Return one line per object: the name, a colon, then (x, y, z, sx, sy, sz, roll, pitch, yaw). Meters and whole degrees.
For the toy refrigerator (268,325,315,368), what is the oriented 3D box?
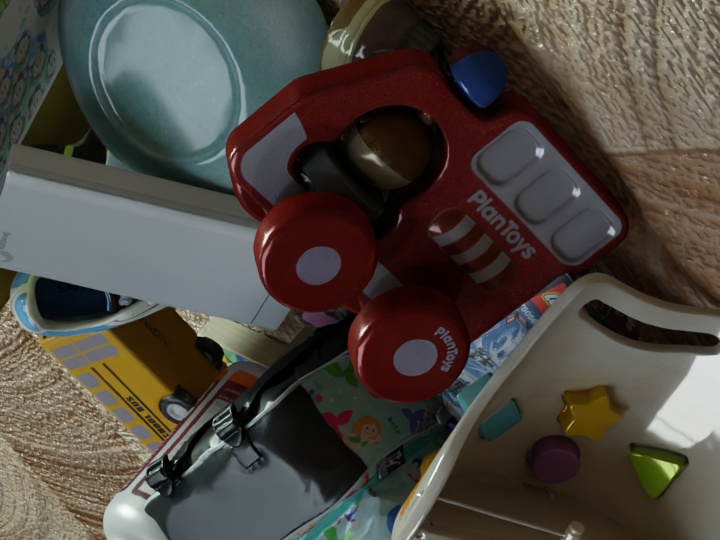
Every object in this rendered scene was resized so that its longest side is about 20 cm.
toy refrigerator: (0.030, 0.115, 1.580, 0.200, 0.076, 0.070, 36, 156, 12)

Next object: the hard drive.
hard drive: (-0.130, -0.018, 1.365, 0.199, 0.027, 0.132, 14, 152, -12)

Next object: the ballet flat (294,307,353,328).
ballet flat: (0.000, 0.000, 1.451, 0.071, 0.070, 0.200, 22, 160, -2)

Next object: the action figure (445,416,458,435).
action figure: (0.097, 0.109, 1.481, 0.199, 0.065, 0.052, 25, 143, 30)

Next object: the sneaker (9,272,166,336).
sneaker: (-0.142, -0.001, 1.499, 0.073, 0.199, 0.072, -119, 10, -67)

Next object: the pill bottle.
pill bottle: (-0.110, 0.169, 1.538, 0.109, 0.200, 0.110, 33, 156, 17)

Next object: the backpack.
backpack: (-0.017, 0.114, 1.401, 0.151, 0.200, 0.177, 48, 128, -3)

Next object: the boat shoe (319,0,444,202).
boat shoe: (0.016, -0.079, 1.265, 0.066, 0.072, 0.201, 36, 152, 23)

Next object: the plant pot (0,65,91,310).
plant pot: (-0.294, -0.106, 1.544, 0.200, 0.176, 0.200, 37, 157, 25)

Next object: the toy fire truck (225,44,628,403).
toy fire truck: (0.031, -0.041, 1.192, 0.200, 0.168, 0.112, 45, -166, -32)

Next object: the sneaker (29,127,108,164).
sneaker: (-0.203, -0.046, 1.485, 0.076, 0.199, 0.076, 55, 137, 11)

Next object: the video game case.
video game case: (-0.209, -0.154, 1.320, 0.024, 0.201, 0.182, 18, 152, 9)

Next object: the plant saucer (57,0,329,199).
plant saucer: (-0.107, -0.120, 1.310, 0.200, 0.039, 0.202, 13, 121, 24)

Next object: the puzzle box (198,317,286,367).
puzzle box: (-0.046, 0.127, 1.779, 0.133, 0.025, 0.201, 21, 150, 37)

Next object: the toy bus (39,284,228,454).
toy bus: (-0.164, 0.061, 1.612, 0.078, 0.065, 0.200, -19, 125, 37)

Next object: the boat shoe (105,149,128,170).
boat shoe: (-0.108, -0.110, 1.397, 0.074, 0.086, 0.203, 24, 123, 19)

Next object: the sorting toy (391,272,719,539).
sorting toy: (0.137, 0.088, 1.256, 0.199, 0.107, 0.181, 18, 119, -19)

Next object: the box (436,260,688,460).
box: (0.138, 0.086, 1.341, 0.137, 0.040, 0.200, -27, 112, 37)
